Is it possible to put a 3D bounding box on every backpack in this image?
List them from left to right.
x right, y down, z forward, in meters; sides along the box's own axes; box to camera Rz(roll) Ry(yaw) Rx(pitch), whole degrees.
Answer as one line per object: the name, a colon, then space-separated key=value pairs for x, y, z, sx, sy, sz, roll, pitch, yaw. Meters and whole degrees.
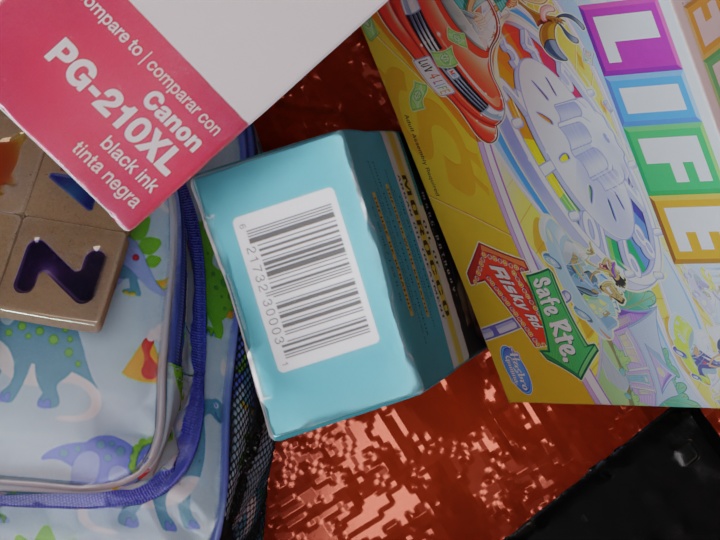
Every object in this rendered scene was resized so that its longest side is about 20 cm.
backpack: x=-0.114 y=0.009 z=0.864 sx=0.182 sy=0.147 sz=0.201 roll=2 pitch=66 yaw=5

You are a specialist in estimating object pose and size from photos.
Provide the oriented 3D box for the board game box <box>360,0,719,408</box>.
board game box: x=0.068 y=-0.052 z=0.807 sx=0.134 sy=0.034 sz=0.200 roll=-2 pitch=116 yaw=49

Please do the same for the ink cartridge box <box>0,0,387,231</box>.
ink cartridge box: x=-0.032 y=-0.130 z=0.729 sx=0.200 sy=0.145 sz=0.084 roll=-41 pitch=122 yaw=5

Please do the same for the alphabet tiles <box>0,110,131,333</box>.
alphabet tiles: x=-0.150 y=-0.023 z=0.795 sx=0.167 sy=0.008 sz=0.200 roll=9 pitch=61 yaw=9

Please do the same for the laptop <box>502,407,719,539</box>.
laptop: x=0.073 y=0.176 z=0.871 sx=0.200 sy=0.103 sz=0.177 roll=-36 pitch=89 yaw=-19

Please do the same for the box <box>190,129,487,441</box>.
box: x=0.000 y=0.000 z=0.839 sx=0.049 sy=0.200 sz=0.083 roll=-17 pitch=90 yaw=10
